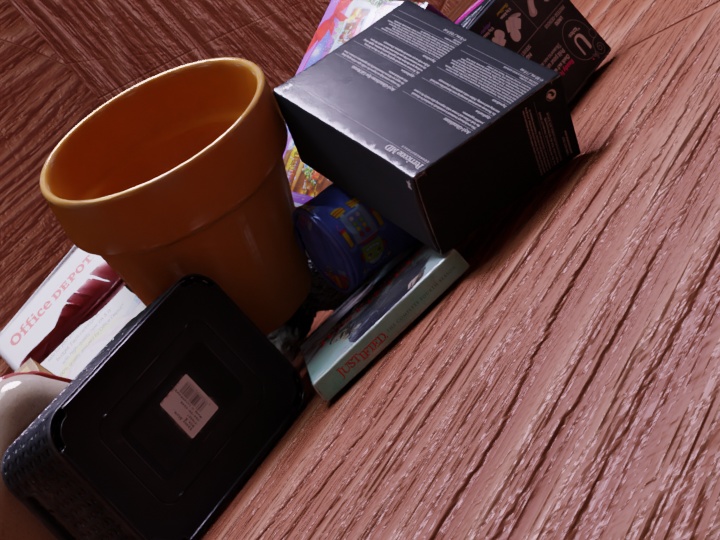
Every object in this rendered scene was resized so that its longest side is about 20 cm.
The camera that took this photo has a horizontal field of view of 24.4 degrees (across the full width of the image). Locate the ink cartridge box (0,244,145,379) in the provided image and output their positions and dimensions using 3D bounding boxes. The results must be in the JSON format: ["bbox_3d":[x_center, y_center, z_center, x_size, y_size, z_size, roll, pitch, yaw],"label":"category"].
[{"bbox_3d":[-0.228,0.083,1.551,0.145,0.200,0.085,-48,-35,-5],"label":"ink cartridge box"}]

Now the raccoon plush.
[{"bbox_3d":[0.000,0.000,1.428,0.133,0.096,0.202,-15,55,49],"label":"raccoon plush"}]

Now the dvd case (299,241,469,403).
[{"bbox_3d":[0.014,0.030,1.293,0.146,0.022,0.200,-44,6,1],"label":"dvd case"}]

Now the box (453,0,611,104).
[{"bbox_3d":[0.107,-0.162,1.500,0.132,0.115,0.200,-50,9,-36],"label":"box"}]

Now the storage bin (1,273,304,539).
[{"bbox_3d":[-0.151,0.117,1.238,0.094,0.135,0.200,-35,12,49],"label":"storage bin"}]

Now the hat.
[{"bbox_3d":[-0.178,0.011,1.483,0.198,0.178,0.165,-12,-22,23],"label":"hat"}]

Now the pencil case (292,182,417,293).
[{"bbox_3d":[0.033,-0.067,1.343,0.199,0.079,0.087,-38,37,-24],"label":"pencil case"}]

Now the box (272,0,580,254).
[{"bbox_3d":[0.047,-0.114,1.263,0.141,0.079,0.200,-33,39,-17],"label":"box"}]

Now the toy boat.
[{"bbox_3d":[-0.261,0.185,1.287,0.130,0.129,0.202,-21,57,55],"label":"toy boat"}]

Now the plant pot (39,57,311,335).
[{"bbox_3d":[-0.131,-0.042,1.355,0.198,0.184,0.201,-20,30,12],"label":"plant pot"}]

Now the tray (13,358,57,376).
[{"bbox_3d":[-0.247,0.156,1.399,0.099,0.200,0.037,-43,52,2],"label":"tray"}]

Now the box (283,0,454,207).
[{"bbox_3d":[-0.013,-0.139,1.432,0.136,0.039,0.202,17,80,51],"label":"box"}]
